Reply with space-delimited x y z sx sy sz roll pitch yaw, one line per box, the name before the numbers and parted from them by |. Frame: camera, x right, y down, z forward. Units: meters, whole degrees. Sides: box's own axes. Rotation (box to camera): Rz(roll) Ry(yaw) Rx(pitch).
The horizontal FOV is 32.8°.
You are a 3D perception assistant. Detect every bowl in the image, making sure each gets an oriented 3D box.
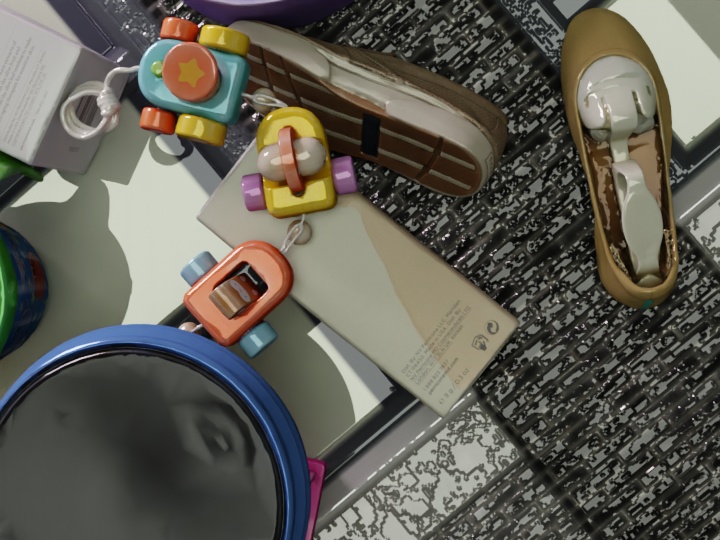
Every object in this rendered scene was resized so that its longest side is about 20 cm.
bowl | -0.129 0.132 0.703 0.200 0.039 0.201 0 90 4

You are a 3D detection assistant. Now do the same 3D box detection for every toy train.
toy train | -0.090 -0.055 0.722 0.150 0.056 0.200 -37 86 2

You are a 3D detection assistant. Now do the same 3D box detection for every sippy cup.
sippy cup | -0.269 0.014 0.795 0.177 0.130 0.140 -25 87 5

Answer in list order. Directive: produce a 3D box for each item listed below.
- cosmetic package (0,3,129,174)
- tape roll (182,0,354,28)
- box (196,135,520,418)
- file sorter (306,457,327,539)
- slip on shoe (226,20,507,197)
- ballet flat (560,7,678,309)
cosmetic package | -0.268 -0.145 0.806 0.200 0.108 0.085 25 94 6
tape roll | -0.065 -0.263 0.796 0.199 0.085 0.201 0 91 6
box | 0.000 0.000 0.788 0.200 0.095 0.078 39 93 3
file sorter | -0.114 0.216 0.783 0.139 0.125 0.201 11 91 5
slip on shoe | 0.003 -0.117 0.805 0.200 0.076 0.061 24 56 12
ballet flat | 0.173 -0.075 0.784 0.068 0.063 0.201 -12 89 5
